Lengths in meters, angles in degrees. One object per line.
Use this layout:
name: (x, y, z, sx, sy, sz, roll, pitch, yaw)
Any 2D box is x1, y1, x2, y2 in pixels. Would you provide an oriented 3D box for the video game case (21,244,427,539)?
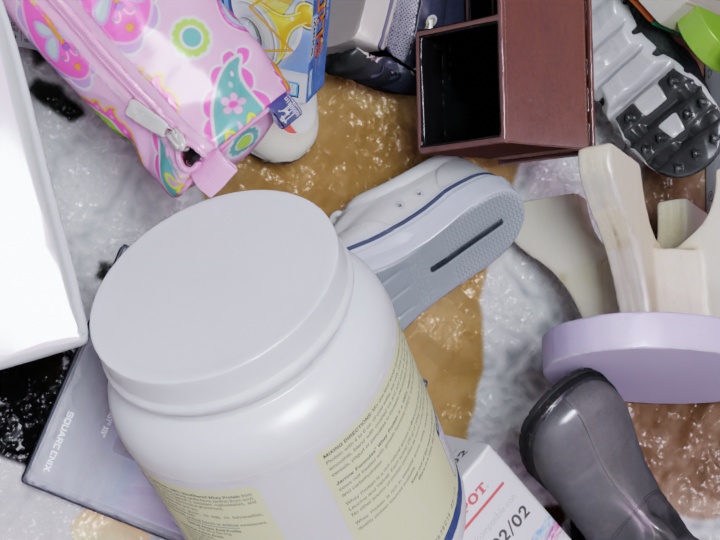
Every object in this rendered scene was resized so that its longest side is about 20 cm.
video game case: (-0.074, 0.091, 0.814, 0.199, 0.019, 0.144, 24, 80, -13)

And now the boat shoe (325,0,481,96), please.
boat shoe: (0.037, -0.197, 0.846, 0.092, 0.074, 0.202, 20, 80, -32)

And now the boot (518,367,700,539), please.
boot: (0.166, 0.146, 0.778, 0.070, 0.132, 0.200, -40, 136, -7)

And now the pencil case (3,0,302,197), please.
pencil case: (-0.122, -0.127, 0.691, 0.087, 0.087, 0.200, -44, 98, -14)

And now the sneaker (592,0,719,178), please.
sneaker: (0.156, -0.140, 0.873, 0.066, 0.090, 0.201, -38, 78, 18)

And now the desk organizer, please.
desk organizer: (0.078, -0.164, 0.788, 0.077, 0.071, 0.202, 0, 89, -44)

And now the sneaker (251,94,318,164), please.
sneaker: (-0.052, -0.154, 0.773, 0.070, 0.093, 0.202, -30, 112, -42)

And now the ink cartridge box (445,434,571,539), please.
ink cartridge box: (0.058, 0.178, 0.810, 0.115, 0.068, 0.200, -46, 105, -17)

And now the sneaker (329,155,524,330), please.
sneaker: (0.000, 0.000, 0.816, 0.199, 0.071, 0.074, -30, 130, -18)

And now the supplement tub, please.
supplement tub: (-0.037, 0.075, 0.700, 0.145, 0.145, 0.201, -36, 131, -15)

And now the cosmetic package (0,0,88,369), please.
cosmetic package: (-0.249, -0.016, 0.688, 0.198, 0.167, 0.168, -16, 90, -13)

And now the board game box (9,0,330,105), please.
board game box: (-0.111, -0.173, 0.735, 0.198, 0.035, 0.137, 12, 119, 12)

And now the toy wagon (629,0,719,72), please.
toy wagon: (0.187, -0.188, 0.843, 0.154, 0.040, 0.202, 11, 53, -39)

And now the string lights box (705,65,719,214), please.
string lights box: (0.277, -0.090, 0.833, 0.058, 0.200, 0.104, 1, 87, -16)

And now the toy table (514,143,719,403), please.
toy table: (0.171, 0.006, 0.821, 0.182, 0.200, 0.118, -5, 76, 17)
